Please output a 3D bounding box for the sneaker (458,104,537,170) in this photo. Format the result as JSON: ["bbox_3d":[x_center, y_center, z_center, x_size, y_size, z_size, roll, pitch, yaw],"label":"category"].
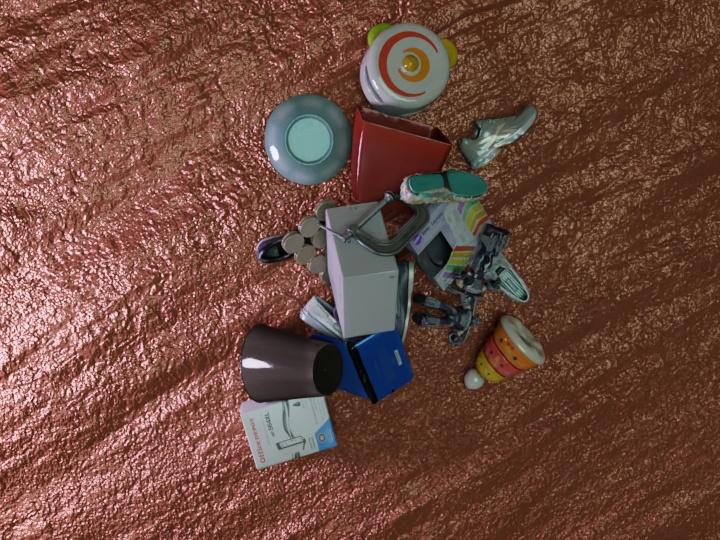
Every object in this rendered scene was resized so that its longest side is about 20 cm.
[{"bbox_3d":[0.312,-0.323,1.746,0.200,0.076,0.092,-40,98,0],"label":"sneaker"}]

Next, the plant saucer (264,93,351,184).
[{"bbox_3d":[-0.116,-0.293,1.713,0.198,0.039,0.204,-1,100,-6],"label":"plant saucer"}]

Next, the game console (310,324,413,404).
[{"bbox_3d":[0.007,0.196,1.747,0.170,0.118,0.201,-30,131,-11],"label":"game console"}]

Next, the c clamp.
[{"bbox_3d":[0.039,-0.105,1.565,0.170,0.027,0.199,37,58,25],"label":"c clamp"}]

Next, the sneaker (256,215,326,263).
[{"bbox_3d":[-0.139,-0.061,1.724,0.198,0.088,0.076,-25,102,-2],"label":"sneaker"}]

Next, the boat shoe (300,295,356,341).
[{"bbox_3d":[-0.043,0.132,1.773,0.199,0.074,0.067,31,106,-10],"label":"boat shoe"}]

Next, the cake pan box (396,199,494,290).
[{"bbox_3d":[0.193,-0.082,1.697,0.200,0.052,0.185,-45,126,-9],"label":"cake pan box"}]

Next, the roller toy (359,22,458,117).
[{"bbox_3d":[0.098,-0.432,1.653,0.198,0.140,0.185,18,88,-9],"label":"roller toy"}]

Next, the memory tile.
[{"bbox_3d":[-0.076,-0.063,1.715,0.153,0.017,0.200,-46,138,2],"label":"memory tile"}]

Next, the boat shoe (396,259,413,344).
[{"bbox_3d":[0.083,0.073,1.730,0.062,0.073,0.203,6,103,1],"label":"boat shoe"}]

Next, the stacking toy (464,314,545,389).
[{"bbox_3d":[0.328,0.219,1.826,0.146,0.146,0.200,41,109,-12],"label":"stacking toy"}]

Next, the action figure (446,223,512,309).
[{"bbox_3d":[0.268,-0.004,1.711,0.129,0.069,0.202,10,108,-42],"label":"action figure"}]

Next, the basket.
[{"bbox_3d":[-0.149,0.212,1.695,0.198,0.135,0.183,-1,94,35],"label":"basket"}]

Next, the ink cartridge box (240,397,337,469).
[{"bbox_3d":[-0.169,0.362,1.794,0.198,0.084,0.148,-17,101,-5],"label":"ink cartridge box"}]

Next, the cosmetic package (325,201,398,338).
[{"bbox_3d":[0.000,0.000,1.625,0.121,0.201,0.201,-10,140,-8],"label":"cosmetic package"}]

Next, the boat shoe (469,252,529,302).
[{"bbox_3d":[0.326,-0.002,1.794,0.199,0.067,0.074,38,93,-10],"label":"boat shoe"}]

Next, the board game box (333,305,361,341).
[{"bbox_3d":[0.032,0.075,1.758,0.157,0.039,0.202,29,75,-18],"label":"board game box"}]

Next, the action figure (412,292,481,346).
[{"bbox_3d":[0.211,0.109,1.781,0.198,0.069,0.132,13,83,-35],"label":"action figure"}]

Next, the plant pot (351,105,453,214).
[{"bbox_3d":[0.068,-0.236,1.676,0.198,0.200,0.178,14,109,-9],"label":"plant pot"}]

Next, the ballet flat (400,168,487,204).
[{"bbox_3d":[0.169,-0.171,1.596,0.198,0.064,0.077,0,69,-22],"label":"ballet flat"}]
